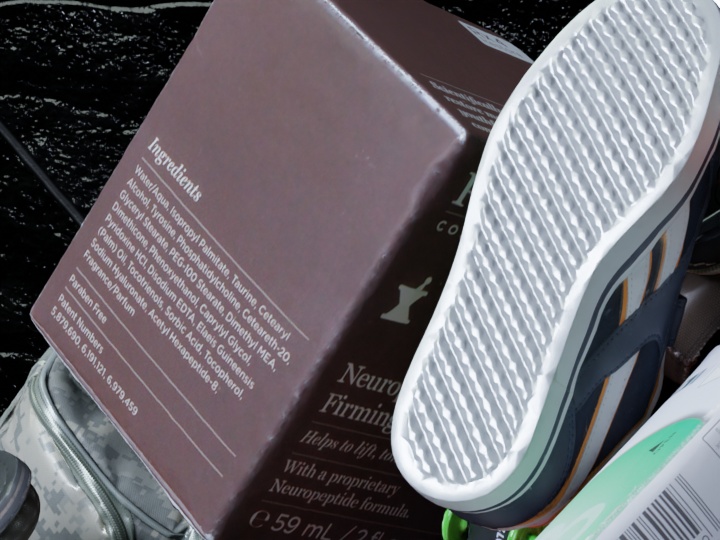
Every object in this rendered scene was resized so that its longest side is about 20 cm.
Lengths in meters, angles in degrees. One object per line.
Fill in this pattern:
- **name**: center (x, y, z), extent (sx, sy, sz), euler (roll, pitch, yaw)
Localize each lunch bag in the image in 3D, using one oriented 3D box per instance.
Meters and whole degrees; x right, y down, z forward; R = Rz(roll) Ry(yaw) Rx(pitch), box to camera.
- **lunch bag**: center (-0.119, 0.141, 1.225), extent (0.200, 0.167, 0.139), euler (-52, 2, 32)

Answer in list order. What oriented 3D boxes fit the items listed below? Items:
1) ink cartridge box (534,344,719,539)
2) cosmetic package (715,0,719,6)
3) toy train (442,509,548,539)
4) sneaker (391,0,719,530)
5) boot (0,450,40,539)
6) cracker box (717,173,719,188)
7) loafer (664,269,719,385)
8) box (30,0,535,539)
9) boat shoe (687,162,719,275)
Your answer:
- **ink cartridge box**: center (0.077, 0.095, 0.917), extent (0.161, 0.050, 0.200), euler (-42, 5, -30)
- **cosmetic package**: center (0.212, -0.120, 1.062), extent (0.199, 0.052, 0.151), euler (-19, -19, 23)
- **toy train**: center (0.073, 0.021, 1.016), extent (0.056, 0.042, 0.202), euler (1, -78, -58)
- **sneaker**: center (0.078, -0.003, 0.941), extent (0.201, 0.078, 0.079), euler (-62, -31, -6)
- **boot**: center (-0.126, 0.173, 1.118), extent (0.200, 0.173, 0.069), euler (-49, 14, 42)
- **cracker box**: center (0.216, -0.065, 0.870), extent (0.199, 0.058, 0.134), euler (-32, -7, 3)
- **loafer**: center (0.188, -0.014, 1.048), extent (0.199, 0.071, 0.073), euler (-32, -29, 3)
- **box**: center (0.000, 0.000, 1.123), extent (0.165, 0.164, 0.201), euler (16, -67, -45)
- **boat shoe**: center (0.164, -0.078, 0.964), extent (0.199, 0.075, 0.066), euler (-44, -21, 22)
